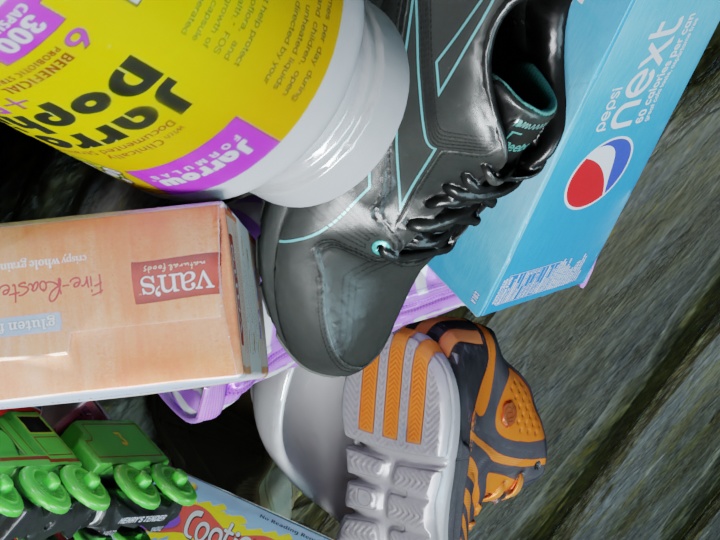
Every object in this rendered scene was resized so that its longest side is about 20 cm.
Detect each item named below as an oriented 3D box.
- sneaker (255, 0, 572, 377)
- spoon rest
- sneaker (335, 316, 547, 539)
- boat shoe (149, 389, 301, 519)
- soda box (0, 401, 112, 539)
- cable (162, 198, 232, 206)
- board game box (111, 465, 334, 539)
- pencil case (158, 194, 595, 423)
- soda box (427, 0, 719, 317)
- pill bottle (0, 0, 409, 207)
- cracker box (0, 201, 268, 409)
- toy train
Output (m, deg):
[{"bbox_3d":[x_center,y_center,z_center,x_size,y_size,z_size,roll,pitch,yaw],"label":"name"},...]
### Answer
[{"bbox_3d":[0.021,-0.042,0.813,0.075,0.079,0.201,-23,136,-50],"label":"sneaker"},{"bbox_3d":[-0.013,0.081,1.091,0.099,0.060,0.201,-50,156,-37],"label":"spoon rest"},{"bbox_3d":[0.040,0.120,1.080,0.112,0.077,0.202,-9,112,-56],"label":"sneaker"},{"bbox_3d":[-0.058,0.073,1.173,0.067,0.074,0.201,-55,164,-32],"label":"boat shoe"},{"bbox_3d":[-0.139,0.084,1.024,0.070,0.063,0.200,-43,160,-8],"label":"soda box"},{"bbox_3d":[-0.021,-0.051,1.028,0.162,0.051,0.201,-16,146,-44],"label":"cable"},{"bbox_3d":[-0.091,0.197,0.975,0.105,0.102,0.201,112,1,-48],"label":"board game box"},{"bbox_3d":[0.000,0.000,0.976,0.199,0.086,0.084,-19,148,-27],"label":"pencil case"},{"bbox_3d":[0.077,-0.083,0.847,0.064,0.068,0.201,-15,141,-42],"label":"soda box"},{"bbox_3d":[-0.067,-0.083,0.689,0.104,0.104,0.200,-48,144,12],"label":"pill bottle"},{"bbox_3d":[-0.102,0.016,0.792,0.133,0.058,0.200,-6,178,-1],"label":"cracker box"},{"bbox_3d":[-0.125,0.079,0.867,0.042,0.056,0.200,-48,160,13],"label":"toy train"}]
